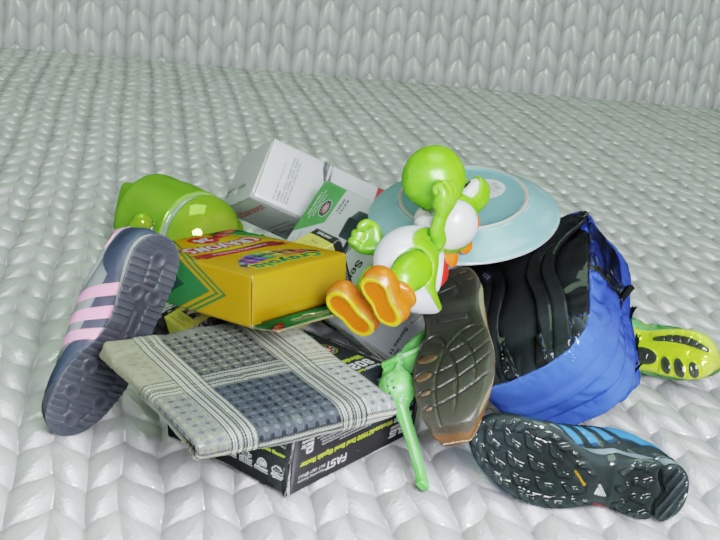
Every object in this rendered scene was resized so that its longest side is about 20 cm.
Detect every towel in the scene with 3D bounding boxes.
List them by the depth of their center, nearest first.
[{"bbox_3d":[-0.100,0.098,1.018,0.191,0.035,0.199,-9,26,-33],"label":"towel"}]

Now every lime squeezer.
[{"bbox_3d":[0.048,0.101,1.096,0.070,0.038,0.201,33,37,-20],"label":"lime squeezer"}]

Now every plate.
[{"bbox_3d":[0.105,-0.067,1.220,0.197,0.026,0.201,-3,32,2],"label":"plate"}]

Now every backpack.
[{"bbox_3d":[0.205,0.068,1.188,0.168,0.162,0.201,44,32,-22],"label":"backpack"}]

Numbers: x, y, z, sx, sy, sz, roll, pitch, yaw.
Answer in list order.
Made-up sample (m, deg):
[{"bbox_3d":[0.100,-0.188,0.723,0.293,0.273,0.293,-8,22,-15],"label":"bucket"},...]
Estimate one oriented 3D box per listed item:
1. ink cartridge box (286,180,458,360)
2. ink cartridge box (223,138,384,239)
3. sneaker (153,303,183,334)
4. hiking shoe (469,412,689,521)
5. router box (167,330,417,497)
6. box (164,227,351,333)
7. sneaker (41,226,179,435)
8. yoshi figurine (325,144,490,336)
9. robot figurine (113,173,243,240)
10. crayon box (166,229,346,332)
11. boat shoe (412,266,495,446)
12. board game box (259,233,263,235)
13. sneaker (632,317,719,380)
[{"bbox_3d":[0.000,0.000,1.359,0.083,0.147,0.199,37,-6,-41],"label":"ink cartridge box"},{"bbox_3d":[-0.063,-0.084,1.543,0.198,0.085,0.144,23,-13,-20],"label":"ink cartridge box"},{"bbox_3d":[-0.181,0.028,1.272,0.199,0.076,0.087,-28,48,-28],"label":"sneaker"},{"bbox_3d":[0.191,0.172,1.069,0.198,0.075,0.087,17,11,0],"label":"hiking shoe"},{"bbox_3d":[-0.059,0.126,1.110,0.149,0.063,0.199,20,22,32],"label":"router box"},{"bbox_3d":[-0.101,0.037,1.238,0.199,0.076,0.050,-33,34,-25],"label":"box"},{"bbox_3d":[-0.238,0.052,1.093,0.082,0.202,0.070,21,-11,48],"label":"sneaker"},{"bbox_3d":[0.045,-0.041,1.090,0.112,0.113,0.200,26,52,20],"label":"yoshi figurine"},{"bbox_3d":[-0.232,-0.053,1.506,0.199,0.117,0.174,22,12,39],"label":"robot figurine"},{"bbox_3d":[-0.103,0.006,1.124,0.198,0.052,0.126,13,18,40],"label":"crayon box"},{"bbox_3d":[0.093,0.084,1.092,0.075,0.074,0.201,-9,39,15],"label":"boat shoe"},{"bbox_3d":[-0.179,0.019,1.345,0.198,0.024,0.105,-19,34,-19],"label":"board game box"},{"bbox_3d":[0.325,0.091,1.379,0.199,0.075,0.083,18,-4,39],"label":"sneaker"}]
